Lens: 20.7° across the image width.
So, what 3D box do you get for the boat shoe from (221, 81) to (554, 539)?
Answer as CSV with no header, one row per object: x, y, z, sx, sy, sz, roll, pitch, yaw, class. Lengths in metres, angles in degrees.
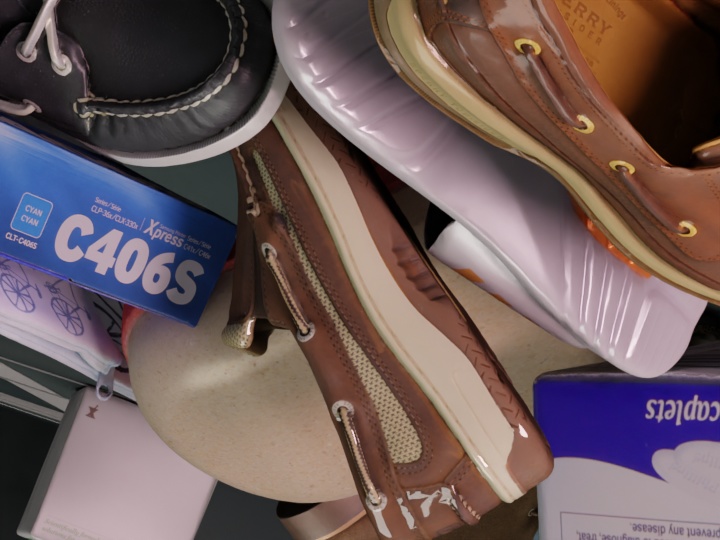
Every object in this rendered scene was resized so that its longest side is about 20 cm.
-0.018,0.001,0.661,0.203,0.075,0.075,58,-175,19,boat shoe

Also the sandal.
0.040,-0.041,0.635,0.206,0.079,0.059,37,163,-33,sandal

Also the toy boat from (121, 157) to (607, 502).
0.000,0.000,0.782,0.199,0.131,0.131,-24,133,15,toy boat

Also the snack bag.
-0.135,-0.029,0.837,0.200,0.021,0.189,35,-155,-53,snack bag

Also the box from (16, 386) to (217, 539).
-0.297,0.273,2.457,0.198,0.201,0.171,23,167,-11,box

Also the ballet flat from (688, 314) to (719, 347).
0.206,0.076,0.928,0.199,0.073,0.073,31,166,-19,ballet flat

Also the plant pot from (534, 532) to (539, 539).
0.049,0.132,1.201,0.188,0.201,0.200,44,158,-31,plant pot

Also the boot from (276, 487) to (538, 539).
0.065,0.074,0.846,0.076,0.200,0.074,55,177,-11,boot

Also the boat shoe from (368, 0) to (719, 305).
0.095,-0.039,0.531,0.199,0.072,0.067,29,168,-29,boat shoe

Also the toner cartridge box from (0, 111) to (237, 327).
-0.143,-0.040,0.674,0.095,0.043,0.200,25,-179,44,toner cartridge box

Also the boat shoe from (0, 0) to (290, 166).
-0.106,-0.083,0.669,0.199,0.076,0.060,9,171,42,boat shoe

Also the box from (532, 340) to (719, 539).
0.157,0.130,0.746,0.104,0.201,0.183,-2,-178,38,box
